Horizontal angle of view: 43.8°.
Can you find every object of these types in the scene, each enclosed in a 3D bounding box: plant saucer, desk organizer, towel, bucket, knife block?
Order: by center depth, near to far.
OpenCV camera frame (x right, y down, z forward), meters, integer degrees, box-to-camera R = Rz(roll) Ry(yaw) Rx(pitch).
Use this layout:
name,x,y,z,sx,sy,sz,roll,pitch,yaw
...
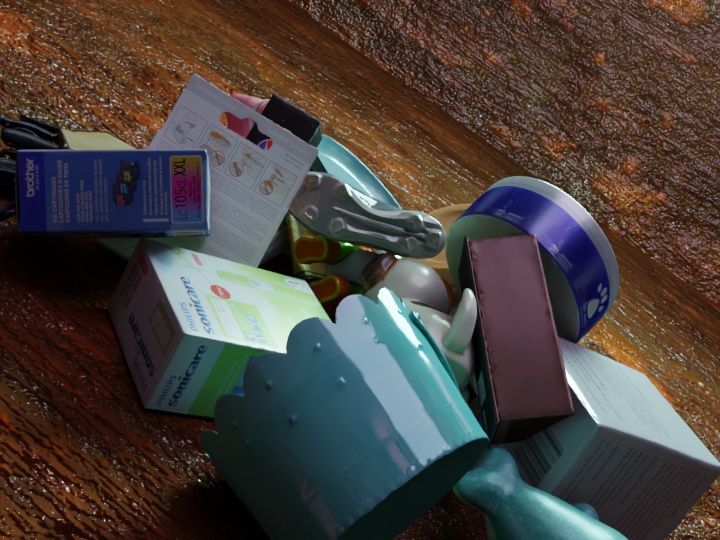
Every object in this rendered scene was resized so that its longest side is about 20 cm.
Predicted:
name,x,y,z,sx,sy,sz,roll,pitch,yaw
bucket,-0.007,0.133,0.697,0.135,0.208,0.206,52,25,22
desk organizer,0.152,0.067,0.901,0.075,0.072,0.203,-4,60,-3
knife block,-0.292,-0.099,0.951,0.198,0.065,0.175,28,16,13
towel,-0.069,-0.074,1.146,0.143,0.022,0.204,13,62,-67
plant saucer,-0.001,-0.098,1.190,0.200,0.027,0.201,44,17,-16
plant saucer,0.132,-0.034,1.223,0.196,0.038,0.202,-12,33,7

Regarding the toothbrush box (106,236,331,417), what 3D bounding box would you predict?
name,x,y,z,sx,sy,sz,roll,pitch,yaw
toothbrush box,-0.119,0.063,0.845,0.198,0.087,0.146,15,26,-38

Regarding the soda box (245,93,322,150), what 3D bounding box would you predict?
name,x,y,z,sx,sy,sz,roll,pitch,yaw
soda box,-0.121,-0.095,1.029,0.070,0.202,0.063,30,-8,4

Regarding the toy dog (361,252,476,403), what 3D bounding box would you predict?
name,x,y,z,sx,sy,sz,roll,pitch,yaw
toy dog,0.046,0.066,0.955,0.137,0.196,0.201,14,30,-13

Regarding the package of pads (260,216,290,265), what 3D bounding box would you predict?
name,x,y,z,sx,sy,sz,roll,pitch,yaw
package of pads,-0.150,-0.082,1.159,0.153,0.069,0.200,35,20,6

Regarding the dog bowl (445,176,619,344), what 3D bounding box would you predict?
name,x,y,z,sx,sy,sz,roll,pitch,yaw
dog bowl,0.196,-0.003,1.045,0.199,0.201,0.079,41,61,20

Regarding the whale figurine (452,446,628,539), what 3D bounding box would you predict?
name,x,y,z,sx,sy,sz,roll,pitch,yaw
whale figurine,0.171,0.243,0.788,0.158,0.104,0.201,-22,70,-41

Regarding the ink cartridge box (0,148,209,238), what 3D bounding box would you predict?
name,x,y,z,sx,sy,sz,roll,pitch,yaw
ink cartridge box,-0.240,-0.069,0.839,0.196,0.078,0.136,0,0,-9

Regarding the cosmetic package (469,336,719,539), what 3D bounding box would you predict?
name,x,y,z,sx,sy,sz,roll,pitch,yaw
cosmetic package,0.237,0.196,0.966,0.198,0.169,0.167,22,22,-29

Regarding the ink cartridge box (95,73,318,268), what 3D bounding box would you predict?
name,x,y,z,sx,sy,sz,roll,pitch,yaw
ink cartridge box,-0.159,-0.077,0.946,0.159,0.202,0.050,30,-9,-7

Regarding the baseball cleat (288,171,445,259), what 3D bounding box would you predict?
name,x,y,z,sx,sy,sz,roll,pitch,yaw
baseball cleat,-0.001,-0.054,1.031,0.197,0.071,0.106,22,-7,-6

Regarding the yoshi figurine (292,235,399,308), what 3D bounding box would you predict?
name,x,y,z,sx,sy,sz,roll,pitch,yaw
yoshi figurine,-0.011,0.008,1.109,0.111,0.114,0.199,37,18,30

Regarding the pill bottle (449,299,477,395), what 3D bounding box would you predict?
name,x,y,z,sx,sy,sz,roll,pitch,yaw
pill bottle,0.154,0.070,1.209,0.112,0.114,0.201,17,26,-38

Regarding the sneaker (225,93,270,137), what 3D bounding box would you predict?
name,x,y,z,sx,sy,sz,roll,pitch,yaw
sneaker,-0.146,-0.182,1.272,0.086,0.074,0.201,25,-26,16
